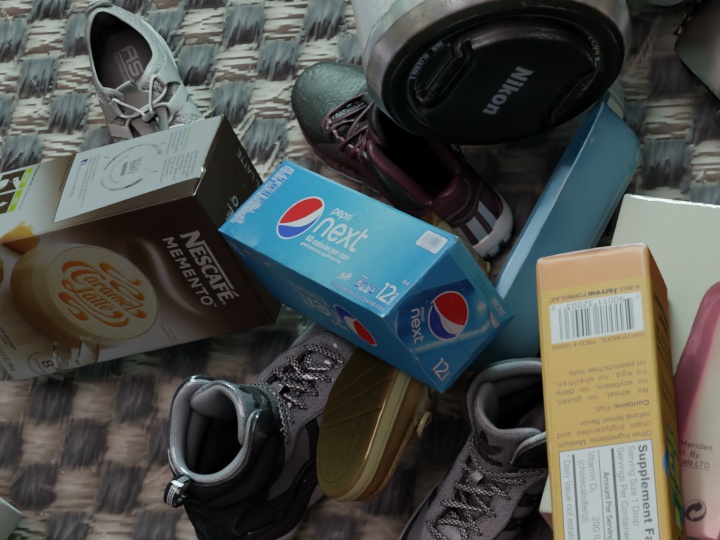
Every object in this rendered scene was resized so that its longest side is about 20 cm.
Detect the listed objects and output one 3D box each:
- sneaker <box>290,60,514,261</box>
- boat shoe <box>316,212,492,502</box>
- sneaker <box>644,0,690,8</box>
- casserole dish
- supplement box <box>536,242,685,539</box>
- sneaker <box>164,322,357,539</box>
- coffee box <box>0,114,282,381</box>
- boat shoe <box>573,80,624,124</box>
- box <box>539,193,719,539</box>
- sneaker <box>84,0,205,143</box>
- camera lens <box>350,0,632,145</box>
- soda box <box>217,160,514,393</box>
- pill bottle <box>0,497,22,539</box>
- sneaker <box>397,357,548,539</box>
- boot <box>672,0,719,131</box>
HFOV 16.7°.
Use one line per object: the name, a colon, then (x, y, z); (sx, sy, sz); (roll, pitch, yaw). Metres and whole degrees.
sneaker: (0.014, -0.093, 1.557); (0.076, 0.116, 0.200); (-46, 58, -5)
boat shoe: (0.030, 0.059, 1.458); (0.073, 0.063, 0.201); (-32, 31, 44)
sneaker: (0.157, -0.227, 1.561); (0.200, 0.079, 0.074); (41, 107, 49)
casserole dish: (0.116, -0.013, 1.480); (0.039, 0.121, 0.200); (28, 83, -2)
supplement box: (0.134, 0.090, 1.294); (0.069, 0.067, 0.201); (-7, 63, 15)
sneaker: (-0.046, 0.079, 1.487); (0.075, 0.114, 0.200); (27, 77, 30)
coffee box: (-0.156, -0.012, 1.563); (0.199, 0.115, 0.080); (-14, 37, 25)
boat shoe: (0.115, -0.165, 1.587); (0.068, 0.072, 0.200); (-42, 48, -2)
box: (0.191, 0.076, 1.393); (0.109, 0.128, 0.201); (8, 69, 25)
sneaker: (-0.142, -0.095, 1.639); (0.075, 0.082, 0.200); (-33, 62, 4)
camera lens: (0.070, -0.188, 1.472); (0.159, 0.160, 0.201); (-18, 59, 13)
soda box: (0.000, 0.000, 1.422); (0.064, 0.068, 0.200); (-46, 32, -11)
pill bottle: (-0.310, 0.206, 1.540); (0.114, 0.114, 0.200); (31, 79, 31)
sneaker: (0.071, 0.121, 1.424); (0.075, 0.114, 0.200); (38, 82, 27)
boot: (0.233, -0.197, 1.552); (0.138, 0.077, 0.200); (-39, 50, 12)
